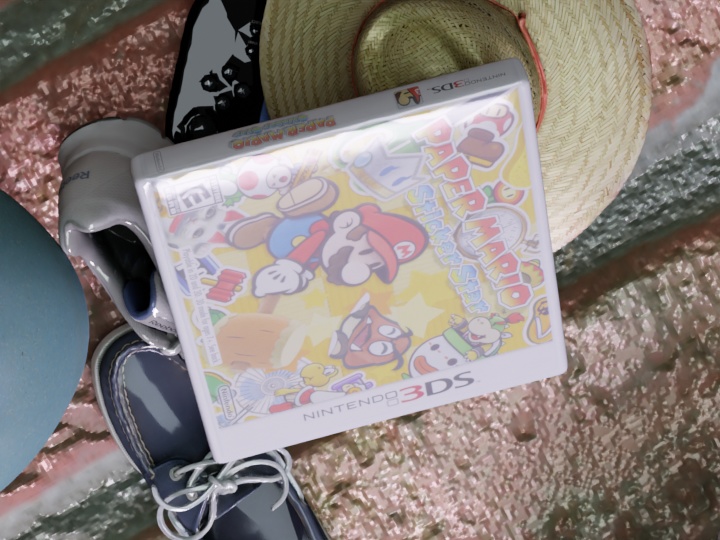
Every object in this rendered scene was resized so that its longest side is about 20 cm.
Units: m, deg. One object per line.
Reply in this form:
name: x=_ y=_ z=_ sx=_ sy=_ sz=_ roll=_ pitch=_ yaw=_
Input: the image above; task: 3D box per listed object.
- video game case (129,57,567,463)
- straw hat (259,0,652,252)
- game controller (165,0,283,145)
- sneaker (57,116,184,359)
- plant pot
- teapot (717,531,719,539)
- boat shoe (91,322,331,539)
video game case: x=0.000 y=0.000 z=1.298 sx=0.182 sy=0.023 sz=0.200 roll=-15 pitch=135 yaw=-3
straw hat: x=0.040 y=-0.089 z=1.311 sx=0.201 sy=0.085 sz=0.201 roll=1 pitch=97 yaw=5
game controller: x=0.002 y=-0.081 z=1.392 sx=0.200 sy=0.042 sz=0.104 roll=12 pitch=99 yaw=-16
sneaker: x=-0.078 y=0.016 z=1.358 sx=0.200 sy=0.087 sz=0.075 roll=39 pitch=124 yaw=-19
plant pot: x=-0.207 y=0.031 z=1.305 sx=0.135 sy=0.200 sz=0.200 roll=-7 pitch=106 yaw=-48
teapot: x=0.188 y=0.245 z=1.456 sx=0.200 sy=0.146 sz=0.197 roll=-38 pitch=90 yaw=30
boat shoe: x=-0.067 y=0.114 z=1.406 sx=0.075 sy=0.062 sz=0.200 roll=-30 pitch=106 yaw=-4
